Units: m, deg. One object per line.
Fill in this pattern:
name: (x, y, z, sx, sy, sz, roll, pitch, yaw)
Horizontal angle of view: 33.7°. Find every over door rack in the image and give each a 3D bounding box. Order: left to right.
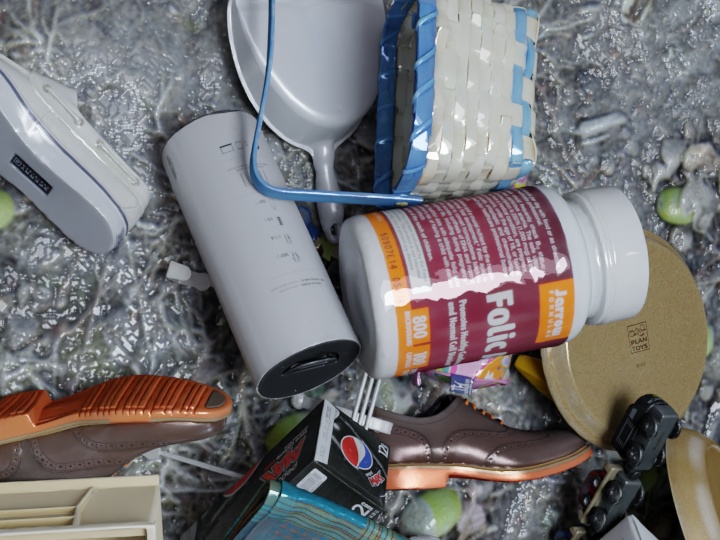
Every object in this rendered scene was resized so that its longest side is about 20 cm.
over door rack: (-0.071, 0.091, 0.905, 0.197, 0.067, 0.150, 17, 82, -4)

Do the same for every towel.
towel: (-0.010, 0.226, 0.807, 0.198, 0.022, 0.147, 28, 120, -15)

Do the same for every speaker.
speaker: (-0.073, -0.013, 0.848, 0.080, 0.081, 0.202, -18, 65, -19)

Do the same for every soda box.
soda box: (-0.066, 0.184, 0.838, 0.063, 0.071, 0.200, 37, 117, -16)

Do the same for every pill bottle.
pill bottle: (0.092, 0.004, 0.834, 0.197, 0.114, 0.116, -10, 91, -11)

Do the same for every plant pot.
plant pot: (0.306, 0.221, 0.975, 0.027, 0.200, 0.202, -24, 99, 24)

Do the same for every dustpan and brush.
dustpan and brush: (-0.031, -0.124, 0.933, 0.138, 0.057, 0.203, -11, 85, -32)

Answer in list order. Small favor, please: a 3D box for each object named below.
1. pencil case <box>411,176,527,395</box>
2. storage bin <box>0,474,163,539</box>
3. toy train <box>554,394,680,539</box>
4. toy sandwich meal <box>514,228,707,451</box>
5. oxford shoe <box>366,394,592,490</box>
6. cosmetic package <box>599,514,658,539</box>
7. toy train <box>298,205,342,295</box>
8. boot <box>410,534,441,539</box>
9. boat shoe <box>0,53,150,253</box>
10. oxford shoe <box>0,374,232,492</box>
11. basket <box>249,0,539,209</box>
pencil case: (0.088, -0.004, 0.949, 0.086, 0.087, 0.203, 8, 87, -19)
storage bin: (-0.224, 0.249, 0.784, 0.195, 0.094, 0.203, -2, 102, -4)
toy train: (0.197, 0.183, 0.956, 0.034, 0.046, 0.202, 5, 121, -27)
toy sandwich meal: (0.207, 0.052, 1.002, 0.203, 0.070, 0.208, 1, 88, -31)
oxford shoe: (0.096, 0.135, 0.956, 0.197, 0.071, 0.074, -1, 81, -21)
cosmetic package: (0.177, 0.300, 0.934, 0.102, 0.074, 0.200, 43, 105, -13)
toy train: (0.000, 0.000, 0.906, 0.198, 0.034, 0.046, 28, 81, 8)
boot: (0.027, 0.302, 0.901, 0.201, 0.095, 0.074, -53, 136, -14)
boat shoe: (-0.231, -0.106, 0.855, 0.200, 0.071, 0.070, 45, 48, -9)
oxford shoe: (-0.183, 0.121, 0.838, 0.197, 0.071, 0.074, -7, 103, 9)
basket: (0.024, -0.125, 0.855, 0.197, 0.139, 0.179, 10, 75, -14)
